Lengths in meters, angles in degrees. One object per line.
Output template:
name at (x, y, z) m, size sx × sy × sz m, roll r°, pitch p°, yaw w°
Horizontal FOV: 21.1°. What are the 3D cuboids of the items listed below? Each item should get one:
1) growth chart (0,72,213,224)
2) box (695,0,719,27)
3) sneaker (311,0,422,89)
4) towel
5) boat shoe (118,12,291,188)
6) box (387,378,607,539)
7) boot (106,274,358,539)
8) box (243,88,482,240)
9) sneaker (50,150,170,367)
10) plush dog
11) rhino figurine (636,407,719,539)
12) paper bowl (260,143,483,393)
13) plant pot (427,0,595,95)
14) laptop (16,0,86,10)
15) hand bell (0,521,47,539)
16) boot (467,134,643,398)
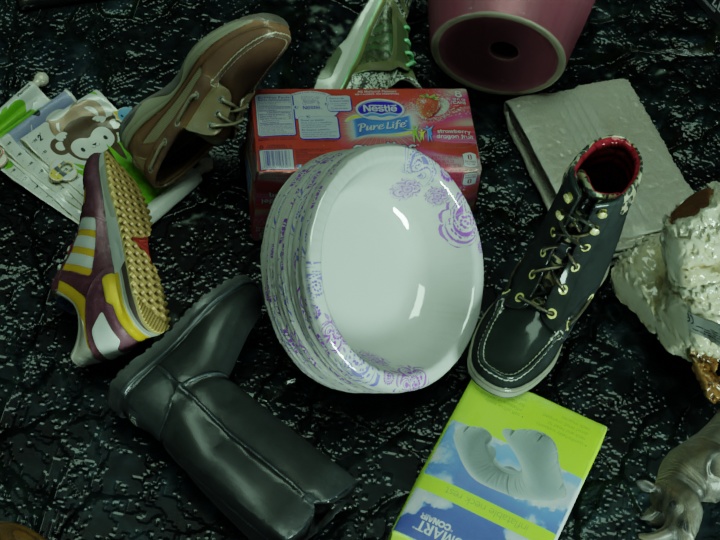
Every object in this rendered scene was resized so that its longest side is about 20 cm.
growth chart at (-0.244, -0.103, 1.722) m, size 0.199 × 0.018 × 0.145 m, roll 29°, pitch 56°, yaw 11°
box at (0.429, -0.307, 1.947) m, size 0.199 × 0.044 × 0.161 m, roll -25°, pitch 61°, yaw -24°
sneaker at (0.023, -0.195, 1.803) m, size 0.088 × 0.077 × 0.201 m, roll 32°, pitch 60°, yaw 0°
towel at (0.225, -0.091, 1.768) m, size 0.131 × 0.035 × 0.201 m, roll -11°, pitch 55°, yaw -17°
boat shoe at (-0.125, -0.143, 1.658) m, size 0.075 × 0.200 × 0.072 m, roll 4°, pitch 54°, yaw -48°
box at (0.105, 0.185, 1.539) m, size 0.121 × 0.048 × 0.201 m, roll 23°, pitch 53°, yaw 10°
boot at (-0.079, 0.116, 1.552) m, size 0.200 × 0.066 × 0.165 m, roll 37°, pitch 66°, yaw 22°
box at (0.000, -0.093, 1.698) m, size 0.198 × 0.096 × 0.100 m, roll -1°, pitch 52°, yaw -8°
sneaker at (-0.223, -0.013, 1.616) m, size 0.090 × 0.075 × 0.201 m, roll -27°, pitch 48°, yaw 14°
plush dog at (0.330, 0.011, 1.624) m, size 0.171 × 0.200 × 0.161 m, roll -20°, pitch 77°, yaw -19°
rhino figurine at (0.293, 0.163, 1.571) m, size 0.199 × 0.060 × 0.087 m, roll -35°, pitch 48°, yaw -27°
paper bowl at (0.000, 0.000, 1.589) m, size 0.104 × 0.201 × 0.201 m, roll -4°, pitch 35°, yaw 48°
plant pot at (0.140, -0.273, 1.795) m, size 0.198 × 0.200 × 0.180 m, roll 12°, pitch 61°, yaw 1°
laptop at (-0.267, -0.352, 1.908) m, size 0.186 × 0.116 × 0.202 m, roll -10°, pitch 84°, yaw -14°
hand bell at (-0.210, 0.235, 1.452) m, size 0.199 × 0.105 × 0.104 m, roll 21°, pitch 53°, yaw 24°
boot at (0.159, -0.006, 1.580) m, size 0.073 × 0.154 × 0.204 m, roll 30°, pitch 52°, yaw 14°
